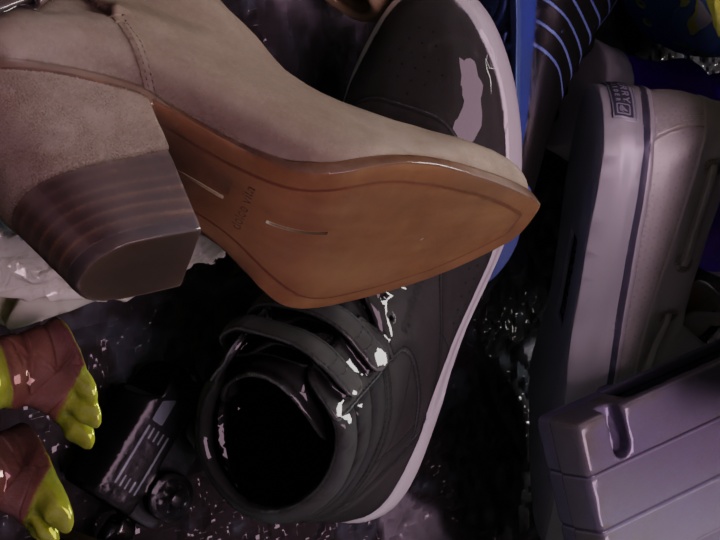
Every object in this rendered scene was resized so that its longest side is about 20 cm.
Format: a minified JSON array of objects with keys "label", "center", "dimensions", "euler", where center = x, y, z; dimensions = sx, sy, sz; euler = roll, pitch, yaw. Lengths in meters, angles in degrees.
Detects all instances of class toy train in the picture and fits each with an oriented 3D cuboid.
[{"label":"toy train","center":[-0.109,0.120,0.741],"dimensions":[0.046,0.034,0.201],"euler":[38,75,-35]}]

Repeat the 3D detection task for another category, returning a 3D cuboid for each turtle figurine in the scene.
[{"label":"turtle figurine","center":[-0.166,0.071,0.665],"dimensions":[0.160,0.064,0.202],"euler":[-11,126,-36]}]

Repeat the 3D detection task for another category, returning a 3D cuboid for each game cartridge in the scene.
[{"label":"game cartridge","center":[0.161,0.085,0.829],"dimensions":[0.199,0.038,0.131],"euler":[-20,107,-31]}]

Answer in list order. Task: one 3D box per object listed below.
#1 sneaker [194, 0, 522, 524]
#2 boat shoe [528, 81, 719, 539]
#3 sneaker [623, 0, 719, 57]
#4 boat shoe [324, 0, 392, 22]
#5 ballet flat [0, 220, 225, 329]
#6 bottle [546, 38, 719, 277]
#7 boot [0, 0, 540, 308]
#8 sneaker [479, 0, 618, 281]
[{"label":"sneaker","center":[0.000,0.000,0.742],"dimensions":[0.099,0.070,0.202],"euler":[-15,120,-68]},{"label":"boat shoe","center":[0.109,0.022,0.842],"dimensions":[0.069,0.071,0.202],"euler":[3,117,-7]},{"label":"sneaker","center":[0.133,-0.112,0.829],"dimensions":[0.200,0.104,0.077],"euler":[24,76,-57]},{"label":"boat shoe","center":[-0.044,-0.149,0.711],"dimensions":[0.199,0.071,0.065],"euler":[31,79,-40]},{"label":"ballet flat","center":[-0.127,-0.012,0.688],"dimensions":[0.199,0.071,0.073],"euler":[-1,100,-37]},{"label":"bottle","center":[0.158,-0.037,0.896],"dimensions":[0.199,0.065,0.084],"euler":[21,53,-32]},{"label":"boot","center":[-0.052,-0.061,0.684],"dimensions":[0.199,0.147,0.070],"euler":[-4,141,-40]},{"label":"sneaker","center":[0.063,-0.090,0.813],"dimensions":[0.077,0.070,0.202],"euler":[2,101,-43]}]
